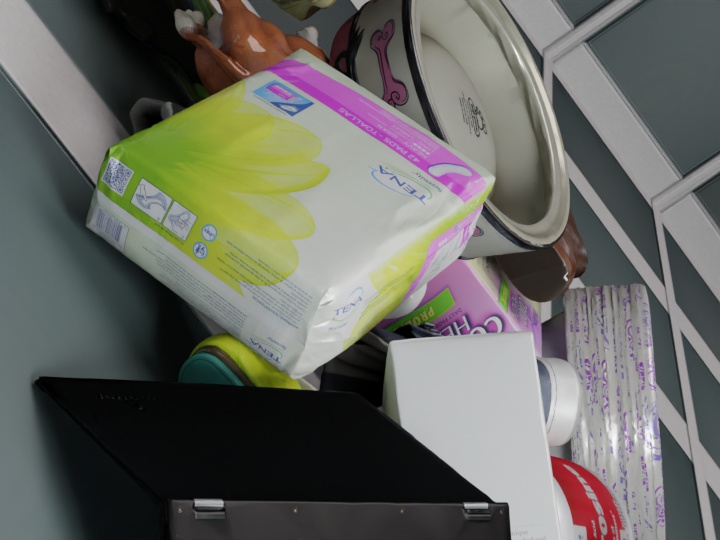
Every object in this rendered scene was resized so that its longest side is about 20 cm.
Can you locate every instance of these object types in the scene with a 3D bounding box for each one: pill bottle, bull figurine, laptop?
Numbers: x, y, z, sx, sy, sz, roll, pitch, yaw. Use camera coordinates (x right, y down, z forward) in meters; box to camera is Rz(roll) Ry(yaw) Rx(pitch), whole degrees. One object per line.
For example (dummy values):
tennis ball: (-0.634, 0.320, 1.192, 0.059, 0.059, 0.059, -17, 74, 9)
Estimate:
pill bottle: (0.085, 0.161, 1.293, 0.112, 0.112, 0.200, 60, 15, 19)
bull figurine: (-0.046, -0.116, 1.372, 0.200, 0.065, 0.121, 39, 15, -54)
laptop: (-0.036, 0.140, 0.987, 0.187, 0.116, 0.200, 5, 74, -36)

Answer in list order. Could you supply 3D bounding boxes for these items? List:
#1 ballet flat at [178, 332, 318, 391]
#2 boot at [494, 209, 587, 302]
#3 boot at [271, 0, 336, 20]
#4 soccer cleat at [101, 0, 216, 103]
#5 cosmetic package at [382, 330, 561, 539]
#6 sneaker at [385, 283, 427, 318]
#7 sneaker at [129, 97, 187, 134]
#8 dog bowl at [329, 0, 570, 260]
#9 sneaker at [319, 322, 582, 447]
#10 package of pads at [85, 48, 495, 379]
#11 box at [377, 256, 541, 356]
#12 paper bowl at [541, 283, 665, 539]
ballet flat: (-0.020, 0.114, 1.132, 0.067, 0.067, 0.200, -15, 67, -52)
boot: (0.105, -0.065, 1.582, 0.187, 0.064, 0.200, 62, 14, -2)
boot: (-0.075, -0.228, 1.370, 0.155, 0.072, 0.200, 27, -10, -11)
soccer cleat: (-0.099, -0.147, 1.471, 0.200, 0.065, 0.084, 49, 24, -17)
cosmetic package: (0.060, 0.142, 1.124, 0.113, 0.081, 0.200, 93, -10, -65)
sneaker: (0.000, 0.000, 1.343, 0.099, 0.071, 0.200, 41, -8, -37)
sneaker: (-0.087, -0.030, 1.268, 0.115, 0.075, 0.200, 31, 18, -49)
dog bowl: (0.054, -0.096, 1.377, 0.200, 0.074, 0.200, 43, 35, -41)
sneaker: (0.032, 0.080, 1.373, 0.202, 0.146, 0.077, 156, -63, -67)
package of pads: (-0.032, -0.034, 1.188, 0.154, 0.068, 0.200, 36, 36, 15)
box: (0.036, -0.016, 1.564, 0.200, 0.097, 0.176, 51, 14, -13)
paper bowl: (0.167, 0.112, 1.597, 0.201, 0.104, 0.201, -5, 90, -82)
